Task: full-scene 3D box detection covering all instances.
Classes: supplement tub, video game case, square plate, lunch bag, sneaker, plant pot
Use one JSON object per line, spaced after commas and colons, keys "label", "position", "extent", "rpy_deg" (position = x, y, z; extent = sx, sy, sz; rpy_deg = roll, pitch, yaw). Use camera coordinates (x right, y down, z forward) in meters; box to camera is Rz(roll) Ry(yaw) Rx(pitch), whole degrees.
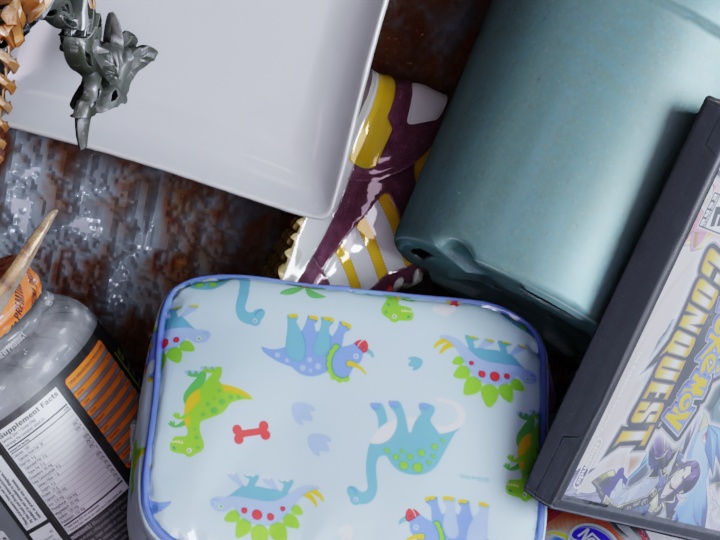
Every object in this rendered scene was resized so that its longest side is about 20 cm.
{"label": "supplement tub", "position": [-0.152, 0.100, 1.321], "extent": [0.122, 0.123, 0.201], "rpy_deg": [-35, 104, -4]}
{"label": "video game case", "position": [0.180, 0.033, 1.254], "extent": [0.180, 0.025, 0.201], "rpy_deg": [17, 100, -47]}
{"label": "square plate", "position": [-0.080, -0.148, 1.315], "extent": [0.197, 0.028, 0.202], "rpy_deg": [17, 97, 5]}
{"label": "lunch bag", "position": [-0.011, 0.091, 1.258], "extent": [0.198, 0.083, 0.162], "rpy_deg": [6, 59, -6]}
{"label": "sneaker", "position": [0.000, 0.000, 1.360], "extent": [0.090, 0.075, 0.201], "rpy_deg": [20, 96, -9]}
{"label": "plant pot", "position": [0.124, -0.064, 1.293], "extent": [0.199, 0.200, 0.197], "rpy_deg": [30, 82, -15]}

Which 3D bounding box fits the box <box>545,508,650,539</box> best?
{"label": "box", "position": [0.133, 0.216, 1.330], "extent": [0.095, 0.100, 0.201], "rpy_deg": [-26, 128, 3]}

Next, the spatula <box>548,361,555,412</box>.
{"label": "spatula", "position": [0.004, 0.071, 1.401], "extent": [0.198, 0.021, 0.057], "rpy_deg": [-13, 106, -9]}

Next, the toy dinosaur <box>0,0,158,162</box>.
{"label": "toy dinosaur", "position": [-0.169, -0.129, 1.241], "extent": [0.101, 0.136, 0.201], "rpy_deg": [13, 54, 21]}

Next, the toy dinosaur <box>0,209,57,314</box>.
{"label": "toy dinosaur", "position": [-0.226, 0.047, 1.222], "extent": [0.198, 0.060, 0.107], "rpy_deg": [-10, 105, 15]}

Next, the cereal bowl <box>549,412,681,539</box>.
{"label": "cereal bowl", "position": [0.122, 0.145, 1.390], "extent": [0.198, 0.084, 0.201], "rpy_deg": [-9, 128, -11]}
